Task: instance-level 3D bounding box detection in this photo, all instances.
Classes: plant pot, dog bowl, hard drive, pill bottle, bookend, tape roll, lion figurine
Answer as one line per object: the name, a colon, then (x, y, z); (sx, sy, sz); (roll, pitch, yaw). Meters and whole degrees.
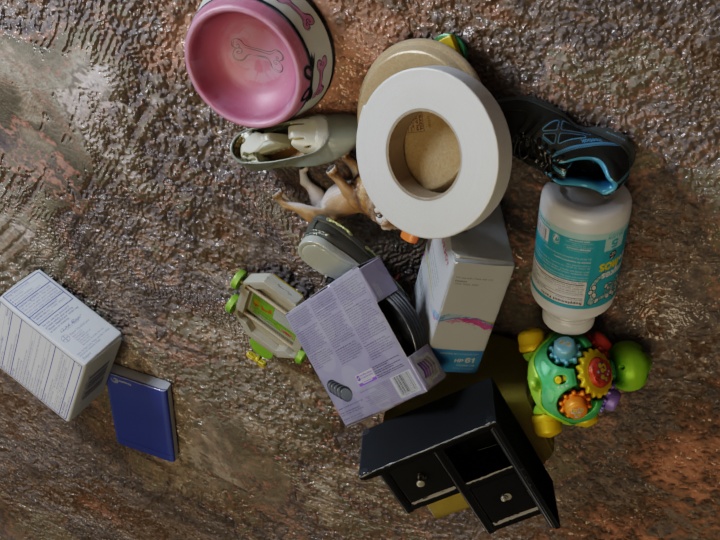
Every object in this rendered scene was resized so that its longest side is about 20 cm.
plant pot: (0.173, 0.207, 1.359); (0.198, 0.196, 0.195); (-17, 118, 22)
dog bowl: (-0.137, -0.272, 1.201); (0.198, 0.074, 0.202); (13, 129, 16)
hard drive: (-0.417, 0.275, 1.791); (0.130, 0.025, 0.202); (15, 131, 14)
pill bottle: (0.274, -0.016, 1.181); (0.110, 0.111, 0.202); (12, 130, 16)
bookend: (0.131, 0.275, 1.244); (0.198, 0.092, 0.200); (-24, 115, 17)
tape roll: (0.083, -0.139, 1.103); (0.201, 0.037, 0.205); (13, 112, 34)
lion figurine: (-0.028, -0.097, 1.300); (0.199, 0.073, 0.123); (-9, 131, 47)

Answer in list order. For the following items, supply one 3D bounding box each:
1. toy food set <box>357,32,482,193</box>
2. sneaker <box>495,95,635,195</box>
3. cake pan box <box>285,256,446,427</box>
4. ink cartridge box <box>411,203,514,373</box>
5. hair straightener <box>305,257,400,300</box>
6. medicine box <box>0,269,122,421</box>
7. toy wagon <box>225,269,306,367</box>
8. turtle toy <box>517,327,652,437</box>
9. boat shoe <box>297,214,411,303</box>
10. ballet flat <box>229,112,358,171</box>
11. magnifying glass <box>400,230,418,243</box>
toy food set: (0.080, -0.182, 1.146); (0.197, 0.048, 0.202); (-21, 90, 40)
sneaker: (0.227, -0.150, 1.119); (0.198, 0.082, 0.074); (18, 133, 14)
cake pan box: (0.003, 0.099, 1.263); (0.200, 0.052, 0.185); (-34, 87, 48)
ink cartridge box: (0.131, 0.015, 1.238); (0.084, 0.145, 0.201); (4, 132, -8)
hair straightener: (-0.027, 0.033, 1.417); (0.077, 0.041, 0.200); (46, 136, -8)
medicine box: (-0.550, 0.135, 1.678); (0.199, 0.103, 0.183); (37, 133, 6)
toy wagon: (-0.144, 0.085, 1.492); (0.154, 0.040, 0.201); (35, 143, 9)
turtle toy: (0.304, 0.138, 1.256); (0.101, 0.198, 0.148); (-19, 79, 55)
boat shoe: (0.002, -0.001, 1.304); (0.201, 0.061, 0.072); (38, 139, -24)
ballet flat: (-0.092, -0.172, 1.255); (0.198, 0.068, 0.063); (-8, 166, 32)
magnifying glass: (0.090, -0.128, 1.201); (0.079, 0.022, 0.202); (34, 120, 31)
